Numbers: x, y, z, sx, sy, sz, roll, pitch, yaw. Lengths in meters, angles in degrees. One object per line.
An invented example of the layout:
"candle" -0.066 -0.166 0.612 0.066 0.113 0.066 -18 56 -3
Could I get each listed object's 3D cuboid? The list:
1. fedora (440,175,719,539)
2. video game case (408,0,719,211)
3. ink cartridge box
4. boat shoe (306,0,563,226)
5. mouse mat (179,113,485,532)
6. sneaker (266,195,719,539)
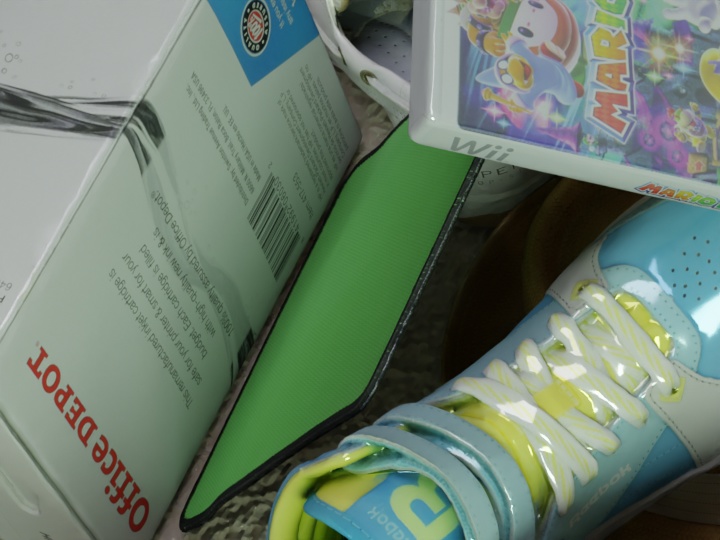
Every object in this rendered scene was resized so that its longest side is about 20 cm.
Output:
"fedora" 0.117 0.012 0.849 0.199 0.082 0.202 -8 56 13
"video game case" 0.110 -0.083 0.754 0.199 0.018 0.144 11 65 -19
"ink cartridge box" -0.090 -0.017 0.897 0.085 0.147 0.201 17 64 26
"boat shoe" 0.012 -0.106 0.971 0.071 0.069 0.200 -34 54 -6
"mouse mat" 0.000 0.000 0.851 0.008 0.200 0.162 30 65 -9
"sneaker" 0.054 0.046 0.746 0.080 0.130 0.200 46 108 14
